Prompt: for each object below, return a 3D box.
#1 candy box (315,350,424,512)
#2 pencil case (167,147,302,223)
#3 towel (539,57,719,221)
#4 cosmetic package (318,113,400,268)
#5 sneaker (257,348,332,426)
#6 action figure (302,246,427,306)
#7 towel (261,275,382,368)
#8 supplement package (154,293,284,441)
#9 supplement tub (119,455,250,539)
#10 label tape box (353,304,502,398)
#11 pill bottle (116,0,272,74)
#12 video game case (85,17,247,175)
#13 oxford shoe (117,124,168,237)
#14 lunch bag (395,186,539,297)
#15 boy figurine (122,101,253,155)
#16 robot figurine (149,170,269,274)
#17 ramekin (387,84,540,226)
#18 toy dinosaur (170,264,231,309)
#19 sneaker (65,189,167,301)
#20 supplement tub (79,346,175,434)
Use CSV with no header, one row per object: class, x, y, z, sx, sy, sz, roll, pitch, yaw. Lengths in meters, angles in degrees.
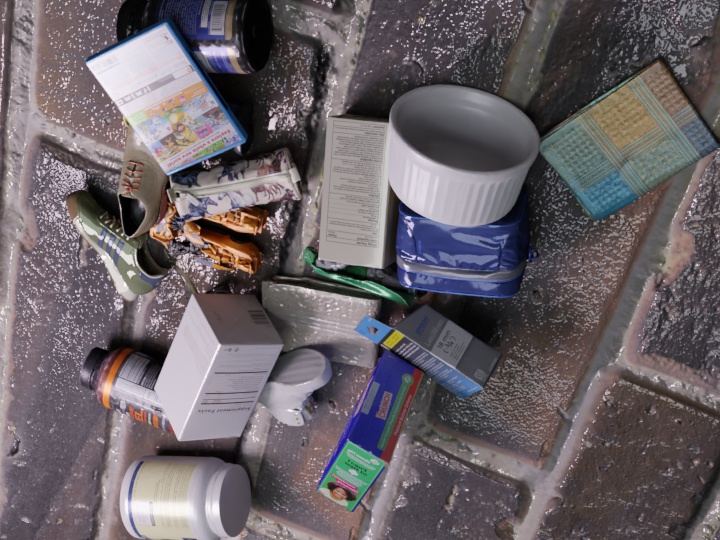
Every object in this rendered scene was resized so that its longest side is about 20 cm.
candy box,0.014,0.249,1.655,0.076,0.170,0.201,26,144,2
pencil case,-0.180,-0.124,1.572,0.196,0.090,0.079,-11,107,5
towel,0.350,-0.168,1.423,0.199,0.022,0.147,-33,104,29
cosmetic package,0.003,-0.112,1.512,0.103,0.071,0.204,9,102,17
sneaker,-0.094,0.192,1.737,0.198,0.074,0.116,-13,132,44
action figure,0.000,0.000,1.606,0.197,0.118,0.056,15,99,21
towel,-0.062,0.080,1.701,0.196,0.035,0.135,11,122,13
supplement package,-0.225,0.152,1.696,0.122,0.118,0.202,54,128,39
supplement tub,-0.307,0.402,1.901,0.196,0.145,0.147,-2,117,21
label tape box,0.097,0.105,1.593,0.198,0.064,0.144,33,165,-1
pill bottle,-0.230,-0.330,1.486,0.196,0.112,0.114,5,120,17
video game case,-0.264,-0.234,1.483,0.141,0.018,0.201,-19,124,23
oxford shoe,-0.318,-0.140,1.577,0.069,0.075,0.203,13,122,14
lunch bag,0.150,-0.039,1.497,0.196,0.136,0.134,7,121,14
boy figurine,-0.255,-0.228,1.581,0.196,0.065,0.126,12,127,10
robot figurine,-0.243,-0.071,1.666,0.197,0.058,0.147,17,120,10
ramekin,0.128,-0.148,1.411,0.197,0.201,0.099,18,131,9
toy dinosaur,-0.247,0.060,1.734,0.087,0.048,0.202,-11,136,-11
sneaker,-0.381,-0.052,1.728,0.089,0.067,0.202,-22,109,20
supplement tub,-0.375,0.197,1.836,0.197,0.107,0.108,20,123,9
